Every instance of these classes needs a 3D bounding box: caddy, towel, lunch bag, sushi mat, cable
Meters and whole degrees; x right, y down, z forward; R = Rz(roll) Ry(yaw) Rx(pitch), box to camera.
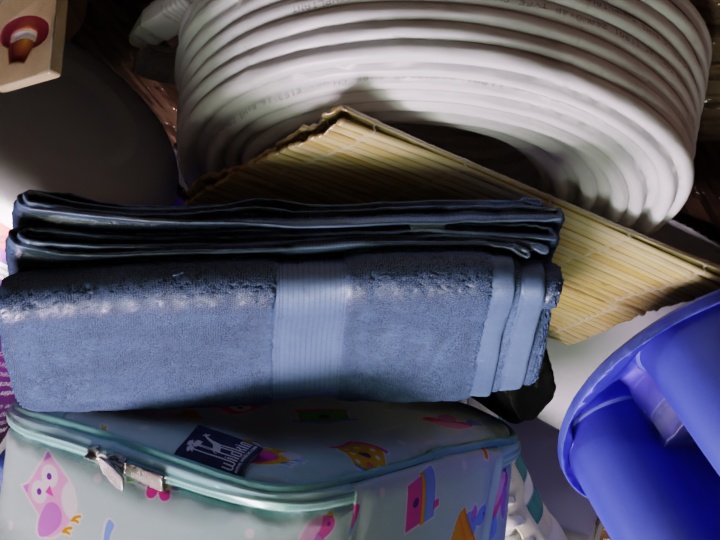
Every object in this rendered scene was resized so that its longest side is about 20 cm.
[{"bbox_3d":[0.175,0.067,1.040,0.200,0.105,0.141,6,136,-35],"label":"caddy"},{"bbox_3d":[-0.030,0.012,0.935,0.200,0.049,0.112,-2,153,-5],"label":"towel"},{"bbox_3d":[-0.043,0.084,1.026,0.160,0.077,0.200,18,-167,31],"label":"lunch bag"},{"bbox_3d":[0.039,-0.013,0.967,0.200,0.012,0.096,21,153,-35],"label":"sushi mat"},{"bbox_3d":[0.029,-0.060,0.962,0.200,0.069,0.200,19,155,-27],"label":"cable"}]

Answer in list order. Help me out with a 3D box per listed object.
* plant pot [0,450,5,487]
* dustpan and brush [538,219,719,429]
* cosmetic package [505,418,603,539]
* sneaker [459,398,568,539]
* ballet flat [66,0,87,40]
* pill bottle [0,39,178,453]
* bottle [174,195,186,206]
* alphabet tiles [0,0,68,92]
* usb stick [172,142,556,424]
[{"bbox_3d":[-0.276,0.036,1.218,0.200,0.180,0.200,-32,127,26],"label":"plant pot"},{"bbox_3d":[0.064,-0.004,1.107,0.200,0.057,0.140,22,141,-16],"label":"dustpan and brush"},{"bbox_3d":[0.025,0.089,1.260,0.200,0.081,0.113,17,152,6],"label":"cosmetic package"},{"bbox_3d":[0.038,0.093,1.146,0.070,0.200,0.093,-27,173,5],"label":"sneaker"},{"bbox_3d":[-0.186,-0.086,1.107,0.069,0.063,0.200,32,151,-21],"label":"ballet flat"},{"bbox_3d":[-0.164,0.006,1.025,0.112,0.112,0.200,29,122,-15],"label":"pill bottle"},{"bbox_3d":[-0.105,0.038,1.250,0.065,0.084,0.200,15,151,11],"label":"bottle"},{"bbox_3d":[-0.171,-0.103,0.965,0.200,0.167,0.008,-10,161,44],"label":"alphabet tiles"},{"bbox_3d":[0.000,0.000,1.094,0.200,0.033,0.055,34,169,27],"label":"usb stick"}]
